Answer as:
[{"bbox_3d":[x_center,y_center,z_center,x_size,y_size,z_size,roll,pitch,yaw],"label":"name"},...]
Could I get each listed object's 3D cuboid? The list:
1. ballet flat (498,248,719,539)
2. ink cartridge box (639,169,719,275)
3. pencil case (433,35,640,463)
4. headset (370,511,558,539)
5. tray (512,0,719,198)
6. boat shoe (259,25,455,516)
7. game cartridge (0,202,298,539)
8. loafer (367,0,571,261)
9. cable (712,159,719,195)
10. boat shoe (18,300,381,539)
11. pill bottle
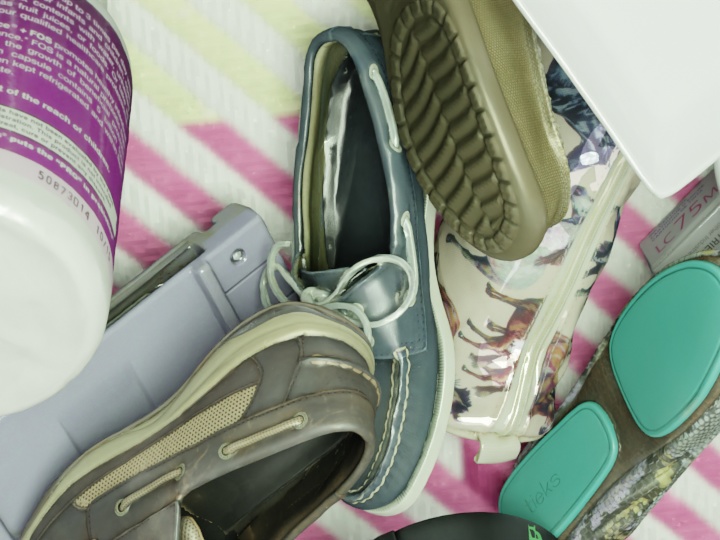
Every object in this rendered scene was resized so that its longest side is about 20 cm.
[{"bbox_3d":[0.129,0.057,0.909,0.072,0.072,0.201,22,135,-12],"label":"ballet flat"},{"bbox_3d":[0.236,0.015,0.944,0.200,0.042,0.119,41,102,-13],"label":"ink cartridge box"},{"bbox_3d":[0.077,-0.022,0.890,0.077,0.090,0.201,15,108,-23],"label":"pencil case"},{"bbox_3d":[0.001,0.164,0.942,0.199,0.094,0.124,-28,135,9],"label":"headset"},{"bbox_3d":[0.155,-0.128,0.780,0.200,0.022,0.108,-38,97,-5],"label":"tray"},{"bbox_3d":[0.000,0.000,0.868,0.062,0.075,0.202,6,89,-51],"label":"boat shoe"},{"bbox_3d":[-0.096,0.081,0.886,0.200,0.038,0.130,-39,121,-18],"label":"game cartridge"},{"bbox_3d":[0.045,-0.102,0.833,0.067,0.076,0.201,-13,77,-26],"label":"loafer"},{"bbox_3d":[0.232,-0.047,0.856,0.200,0.069,0.200,48,58,-10],"label":"cable"},{"bbox_3d":[-0.069,0.098,0.812,0.074,0.073,0.200,30,114,-30],"label":"boat shoe"},{"bbox_3d":[-0.143,-0.049,0.795,0.111,0.201,0.113,0,131,-1],"label":"pill bottle"}]
